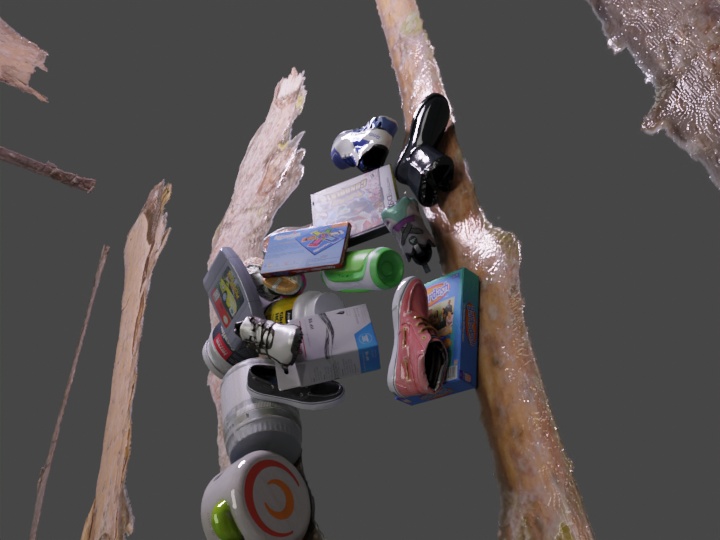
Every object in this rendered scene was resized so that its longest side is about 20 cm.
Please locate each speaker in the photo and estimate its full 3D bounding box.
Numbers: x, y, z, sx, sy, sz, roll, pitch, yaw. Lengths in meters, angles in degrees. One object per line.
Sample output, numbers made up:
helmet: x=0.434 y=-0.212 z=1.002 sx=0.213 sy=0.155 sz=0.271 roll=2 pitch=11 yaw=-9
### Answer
speaker: x=0.000 y=0.000 z=1.433 sx=0.198 sy=0.088 sz=0.090 roll=-3 pitch=64 yaw=54

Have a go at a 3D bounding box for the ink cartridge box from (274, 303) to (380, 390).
ink cartridge box: x=-0.069 y=0.144 z=1.334 sx=0.196 sy=0.068 sz=0.117 roll=-12 pitch=42 yaw=-6

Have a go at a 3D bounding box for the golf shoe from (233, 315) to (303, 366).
golf shoe: x=-0.174 y=0.127 z=1.298 sx=0.199 sy=0.093 sz=0.079 roll=-3 pitch=71 yaw=61

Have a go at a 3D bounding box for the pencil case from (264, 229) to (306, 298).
pencil case: x=-0.186 y=-0.017 z=1.717 sx=0.089 sy=0.088 sz=0.201 roll=-51 pitch=33 yaw=17

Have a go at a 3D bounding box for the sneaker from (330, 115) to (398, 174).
sneaker: x=0.000 y=-0.267 z=1.629 sx=0.198 sy=0.080 sz=0.117 roll=-22 pitch=48 yaw=45

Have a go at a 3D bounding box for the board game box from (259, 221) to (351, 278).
board game box: x=-0.115 y=-0.042 z=1.471 sx=0.196 sy=0.019 sz=0.105 roll=-7 pitch=56 yaw=28

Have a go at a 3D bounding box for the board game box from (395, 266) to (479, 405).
board game box: x=0.131 y=0.113 z=1.198 sx=0.151 sy=0.045 sz=0.204 roll=-26 pitch=48 yaw=45

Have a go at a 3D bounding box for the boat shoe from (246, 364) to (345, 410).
boat shoe: x=-0.125 y=0.215 z=1.364 sx=0.071 sy=0.195 sz=0.067 roll=-73 pitch=-11 yaw=-51

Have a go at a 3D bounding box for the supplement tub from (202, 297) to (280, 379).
supplement tub: x=-0.267 y=0.153 z=1.655 sx=0.200 sy=0.139 sz=0.142 roll=-46 pitch=36 yaw=24

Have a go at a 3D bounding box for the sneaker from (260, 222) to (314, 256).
sneaker: x=-0.121 y=-0.055 z=1.574 sx=0.196 sy=0.081 sz=0.072 roll=-15 pitch=49 yaw=-2

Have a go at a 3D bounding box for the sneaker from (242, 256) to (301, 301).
sneaker: x=-0.184 y=0.028 z=1.543 sx=0.198 sy=0.089 sz=0.076 roll=17 pitch=54 yaw=47

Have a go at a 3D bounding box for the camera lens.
camera lens: x=-0.204 y=0.293 z=1.445 sx=0.160 sy=0.158 sz=0.202 roll=-47 pitch=35 yaw=23

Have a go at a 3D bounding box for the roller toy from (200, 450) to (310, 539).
roller toy: x=-0.194 y=0.442 z=1.304 sx=0.139 sy=0.199 sz=0.185 roll=-37 pitch=30 yaw=33

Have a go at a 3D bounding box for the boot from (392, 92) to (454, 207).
boot: x=0.146 y=-0.238 z=1.396 sx=0.203 sy=0.075 sz=0.168 roll=-63 pitch=28 yaw=13

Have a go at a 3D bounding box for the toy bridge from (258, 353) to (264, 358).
toy bridge: x=-0.185 y=0.186 z=1.514 sx=0.202 sy=0.066 sz=0.028 roll=89 pitch=175 yaw=-49

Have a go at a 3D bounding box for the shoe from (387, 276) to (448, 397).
shoe: x=0.100 y=0.104 z=1.146 sx=0.090 sy=0.071 sz=0.204 roll=-14 pitch=61 yaw=49

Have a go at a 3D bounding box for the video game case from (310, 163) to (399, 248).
video game case: x=-0.011 y=-0.130 z=1.516 sx=0.196 sy=0.026 sz=0.183 roll=-19 pitch=47 yaw=12

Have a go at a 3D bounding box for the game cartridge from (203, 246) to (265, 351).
game cartridge: x=-0.278 y=0.056 z=1.547 sx=0.133 sy=0.040 sz=0.202 roll=-49 pitch=59 yaw=34

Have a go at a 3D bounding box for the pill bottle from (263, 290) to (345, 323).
pill bottle: x=-0.122 y=0.106 z=1.506 sx=0.198 sy=0.111 sz=0.115 roll=-18 pitch=53 yaw=49

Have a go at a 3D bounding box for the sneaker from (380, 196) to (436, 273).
sneaker: x=0.098 y=-0.061 z=1.331 sx=0.077 sy=0.142 sz=0.200 roll=-29 pitch=0 yaw=12
